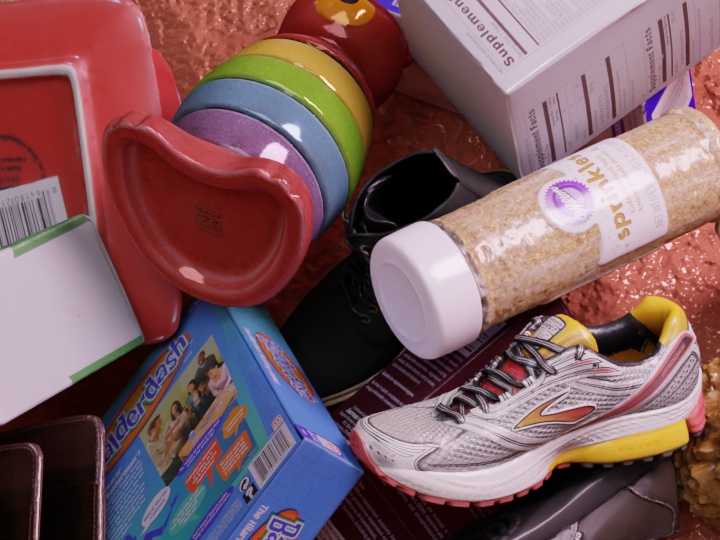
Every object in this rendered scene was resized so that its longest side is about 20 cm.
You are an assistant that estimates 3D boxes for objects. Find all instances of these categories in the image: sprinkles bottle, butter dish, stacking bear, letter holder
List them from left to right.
[{"bbox_3d":[-0.240,0.147,1.429,0.200,0.100,0.143,-21,58,37],"label":"letter holder"},{"bbox_3d":[-0.169,-0.060,1.537,0.199,0.148,0.200,-3,97,28],"label":"butter dish"},{"bbox_3d":[-0.040,-0.083,1.442,0.121,0.114,0.200,21,48,16],"label":"stacking bear"},{"bbox_3d":[0.103,-0.022,1.384,0.200,0.068,0.068,-25,62,-24],"label":"sprinkles bottle"}]

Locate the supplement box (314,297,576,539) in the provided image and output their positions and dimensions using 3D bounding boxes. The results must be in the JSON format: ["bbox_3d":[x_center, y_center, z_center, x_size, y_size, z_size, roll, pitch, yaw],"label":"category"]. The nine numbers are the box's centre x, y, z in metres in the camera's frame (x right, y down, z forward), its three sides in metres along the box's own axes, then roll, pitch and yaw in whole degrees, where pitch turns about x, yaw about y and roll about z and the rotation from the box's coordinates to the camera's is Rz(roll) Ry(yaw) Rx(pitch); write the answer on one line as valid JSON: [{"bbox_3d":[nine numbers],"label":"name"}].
[{"bbox_3d":[0.045,0.103,1.435,0.200,0.109,0.061,-39,26,-8],"label":"supplement box"}]

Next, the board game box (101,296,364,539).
[{"bbox_3d":[-0.085,0.110,1.412,0.152,0.045,0.200,-53,29,11],"label":"board game box"}]

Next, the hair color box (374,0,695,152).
[{"bbox_3d":[0.090,-0.128,1.533,0.200,0.109,0.065,23,72,20],"label":"hair color box"}]

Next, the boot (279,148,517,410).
[{"bbox_3d":[0.000,0.000,1.454,0.200,0.138,0.078,-41,67,15],"label":"boot"}]

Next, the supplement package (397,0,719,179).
[{"bbox_3d":[0.130,-0.161,1.419,0.200,0.110,0.114,-35,65,-7],"label":"supplement package"}]

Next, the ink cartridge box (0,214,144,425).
[{"bbox_3d":[-0.242,0.054,1.434,0.200,0.147,0.083,-22,96,33],"label":"ink cartridge box"}]

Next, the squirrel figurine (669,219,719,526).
[{"bbox_3d":[0.246,0.052,1.413,0.200,0.142,0.187,-39,59,-11],"label":"squirrel figurine"}]

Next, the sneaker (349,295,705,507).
[{"bbox_3d":[0.085,0.062,1.359,0.199,0.082,0.078,-15,29,-22],"label":"sneaker"}]

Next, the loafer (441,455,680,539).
[{"bbox_3d":[0.093,0.160,1.389,0.200,0.073,0.071,-32,98,-13],"label":"loafer"}]
